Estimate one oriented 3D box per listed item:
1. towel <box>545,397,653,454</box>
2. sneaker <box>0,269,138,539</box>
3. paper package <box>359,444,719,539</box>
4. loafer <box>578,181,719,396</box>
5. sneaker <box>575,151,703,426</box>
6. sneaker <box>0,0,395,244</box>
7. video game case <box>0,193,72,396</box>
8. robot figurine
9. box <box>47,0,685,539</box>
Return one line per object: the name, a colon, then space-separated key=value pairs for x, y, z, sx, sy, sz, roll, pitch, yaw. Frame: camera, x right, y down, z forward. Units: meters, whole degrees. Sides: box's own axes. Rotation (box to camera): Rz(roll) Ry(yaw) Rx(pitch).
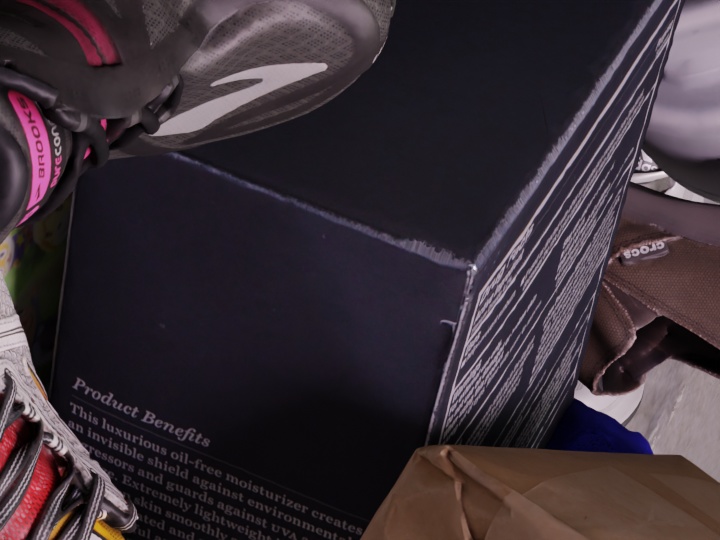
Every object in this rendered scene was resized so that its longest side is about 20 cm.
towel: x=0.009 y=0.111 z=0.897 sx=0.200 sy=0.148 sz=0.050 roll=-35 pitch=110 yaw=-13
sneaker: x=-0.094 y=0.053 z=0.673 sx=0.078 sy=0.082 sz=0.200 roll=-53 pitch=154 yaw=-28
paper package: x=0.049 y=0.151 z=0.738 sx=0.191 sy=0.103 sz=0.200 roll=-59 pitch=155 yaw=11
loafer: x=0.084 y=0.005 z=0.917 sx=0.073 sy=0.200 sz=0.071 roll=51 pitch=55 yaw=-65
sneaker: x=0.100 y=-0.011 z=1.132 sx=0.201 sy=0.075 sz=0.116 roll=-48 pitch=144 yaw=-53
sneaker: x=-0.078 y=-0.036 z=0.586 sx=0.200 sy=0.084 sz=0.077 roll=-14 pitch=135 yaw=-25
video game case: x=-0.122 y=0.024 z=0.717 sx=0.182 sy=0.022 sz=0.200 roll=-17 pitch=128 yaw=-61
robot figurine: x=0.140 y=-0.088 z=0.953 sx=0.200 sy=0.113 sz=0.170 roll=32 pitch=50 yaw=-67
box: x=0.000 y=0.000 z=0.790 sx=0.200 sy=0.123 sz=0.199 roll=-54 pitch=162 yaw=-49
